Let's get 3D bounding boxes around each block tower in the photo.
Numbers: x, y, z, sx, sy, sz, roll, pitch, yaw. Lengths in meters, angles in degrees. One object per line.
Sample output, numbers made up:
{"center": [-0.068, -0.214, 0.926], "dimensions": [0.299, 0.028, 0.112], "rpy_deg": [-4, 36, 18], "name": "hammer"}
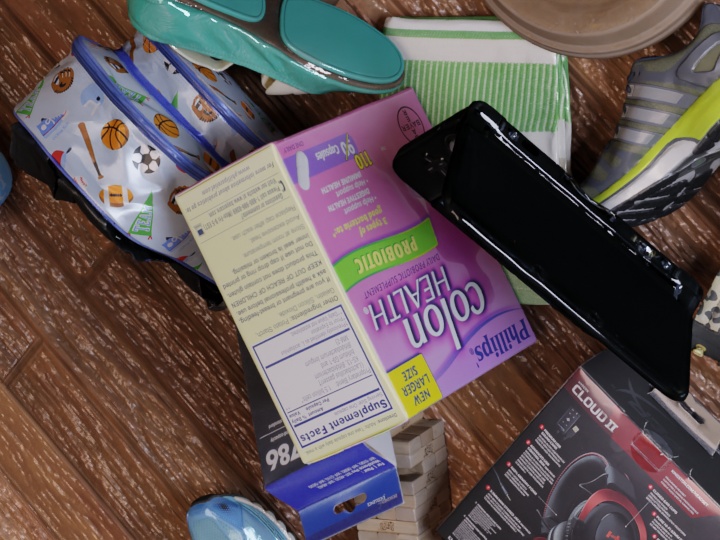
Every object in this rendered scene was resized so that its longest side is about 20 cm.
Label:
{"center": [0.033, 0.201, 1.704], "dimensions": [0.054, 0.058, 0.201], "rpy_deg": [2, 106, 32], "name": "block tower"}

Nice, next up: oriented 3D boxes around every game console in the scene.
{"center": [0.109, 0.001, 1.484], "dimensions": [0.200, 0.117, 0.176], "rpy_deg": [40, 152, -13], "name": "game console"}

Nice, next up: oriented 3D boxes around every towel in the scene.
{"center": [0.082, -0.076, 1.615], "dimensions": [0.152, 0.023, 0.201], "rpy_deg": [5, 108, 31], "name": "towel"}

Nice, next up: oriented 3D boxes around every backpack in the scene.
{"center": [-0.146, -0.084, 1.647], "dimensions": [0.200, 0.190, 0.154], "rpy_deg": [40, 102, 20], "name": "backpack"}

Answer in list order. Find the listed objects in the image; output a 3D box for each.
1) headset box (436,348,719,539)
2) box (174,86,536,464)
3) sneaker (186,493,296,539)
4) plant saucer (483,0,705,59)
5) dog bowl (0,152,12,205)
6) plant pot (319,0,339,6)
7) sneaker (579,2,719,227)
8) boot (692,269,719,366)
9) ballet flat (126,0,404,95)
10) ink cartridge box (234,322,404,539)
{"center": [0.171, 0.157, 1.594], "dimensions": [0.149, 0.075, 0.200], "rpy_deg": [45, 122, 12], "name": "headset box"}
{"center": [0.000, 0.000, 1.570], "dimensions": [0.097, 0.176, 0.200], "rpy_deg": [-25, 90, 37], "name": "box"}
{"center": [-0.083, 0.264, 1.772], "dimensions": [0.078, 0.090, 0.200], "rpy_deg": [-22, 91, 34], "name": "sneaker"}
{"center": [0.146, -0.236, 1.509], "dimensions": [0.200, 0.029, 0.201], "rpy_deg": [4, 98, 28], "name": "plant saucer"}
{"center": [-0.364, -0.046, 1.845], "dimensions": [0.200, 0.050, 0.111], "rpy_deg": [-29, 125, 33], "name": "dog bowl"}
{"center": [-0.101, -0.253, 1.634], "dimensions": [0.200, 0.093, 0.201], "rpy_deg": [9, 109, 28], "name": "plant pot"}
{"center": [0.196, -0.094, 1.521], "dimensions": [0.200, 0.074, 0.081], "rpy_deg": [-41, 63, 33], "name": "sneaker"}
{"center": [0.278, 0.090, 1.513], "dimensions": [0.154, 0.073, 0.204], "rpy_deg": [30, 111, 23], "name": "boot"}
{"center": [-0.069, -0.159, 1.597], "dimensions": [0.200, 0.067, 0.070], "rpy_deg": [21, 140, -17], "name": "ballet flat"}
{"center": [-0.033, 0.088, 1.674], "dimensions": [0.099, 0.039, 0.200], "rpy_deg": [-29, 63, 33], "name": "ink cartridge box"}
